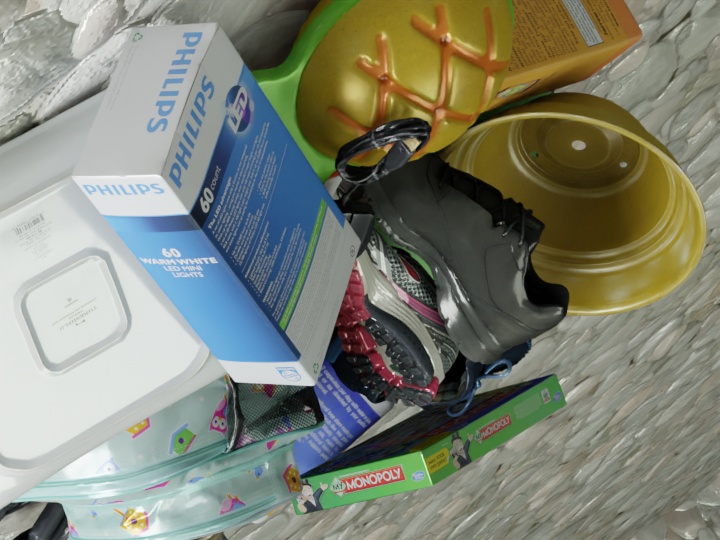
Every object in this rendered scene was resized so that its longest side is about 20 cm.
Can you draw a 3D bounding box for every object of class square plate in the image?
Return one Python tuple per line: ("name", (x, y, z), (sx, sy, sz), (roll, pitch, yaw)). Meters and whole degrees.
("square plate", (-0.165, 0.020, 1.073), (0.199, 0.028, 0.199), (-31, 123, -22))

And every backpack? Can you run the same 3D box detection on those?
("backpack", (-0.142, 0.101, 1.259), (0.175, 0.155, 0.199), (-6, 178, 41))

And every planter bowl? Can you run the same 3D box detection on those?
("planter bowl", (0.150, -0.065, 1.374), (0.201, 0.199, 0.084), (117, -7, -50))

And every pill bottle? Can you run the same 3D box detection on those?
("pill bottle", (-0.042, 0.094, 1.528), (0.200, 0.112, 0.112), (-40, 162, 0))

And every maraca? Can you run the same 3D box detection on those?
("maraca", (0.005, -0.113, 1.154), (0.199, 0.107, 0.137), (-32, 136, -4))

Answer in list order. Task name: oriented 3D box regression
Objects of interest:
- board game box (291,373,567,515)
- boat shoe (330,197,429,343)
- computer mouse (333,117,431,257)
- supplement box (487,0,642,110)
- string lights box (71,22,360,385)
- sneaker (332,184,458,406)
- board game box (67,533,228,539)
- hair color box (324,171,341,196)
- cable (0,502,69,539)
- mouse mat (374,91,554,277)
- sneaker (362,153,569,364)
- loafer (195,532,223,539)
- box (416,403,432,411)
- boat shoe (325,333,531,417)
("board game box", (0.054, 0.133, 1.494), (0.134, 0.029, 0.199), (-19, -178, 37))
("boat shoe", (0.016, -0.019, 1.442), (0.200, 0.064, 0.071), (-41, 141, -12))
("computer mouse", (-0.004, -0.035, 1.166), (0.058, 0.034, 0.200), (-1, 157, -20))
("supplement box", (0.101, -0.151, 1.301), (0.199, 0.069, 0.066), (-24, 172, -46))
("string lights box", (-0.073, -0.032, 1.072), (0.200, 0.059, 0.103), (57, 42, -47))
("sneaker", (0.000, 0.000, 1.340), (0.080, 0.201, 0.075), (-5, -142, 43))
("board game box", (-0.194, 0.256, 1.626), (0.159, 0.097, 0.200), (-39, 162, -4))
("hair color box", (-0.112, -0.024, 1.203), (0.199, 0.061, 0.102), (-23, 154, -43))
("cable", (-0.224, 0.154, 1.429), (0.200, 0.051, 0.163), (-47, 166, 6))
("mouse mat", (0.070, -0.067, 1.400), (0.160, 0.008, 0.201), (-12, 127, -37))
("sneaker", (0.073, -0.033, 1.315), (0.090, 0.201, 0.076), (-22, -153, 29))
("loafer", (-0.107, 0.113, 1.425), (0.067, 0.075, 0.201), (73, 36, -77))
("box", (0.098, 0.002, 1.583), (0.200, 0.038, 0.137), (-48, -158, 21))
("boat shoe", (0.058, 0.076, 1.458), (0.199, 0.069, 0.084), (-8, 140, -39))
